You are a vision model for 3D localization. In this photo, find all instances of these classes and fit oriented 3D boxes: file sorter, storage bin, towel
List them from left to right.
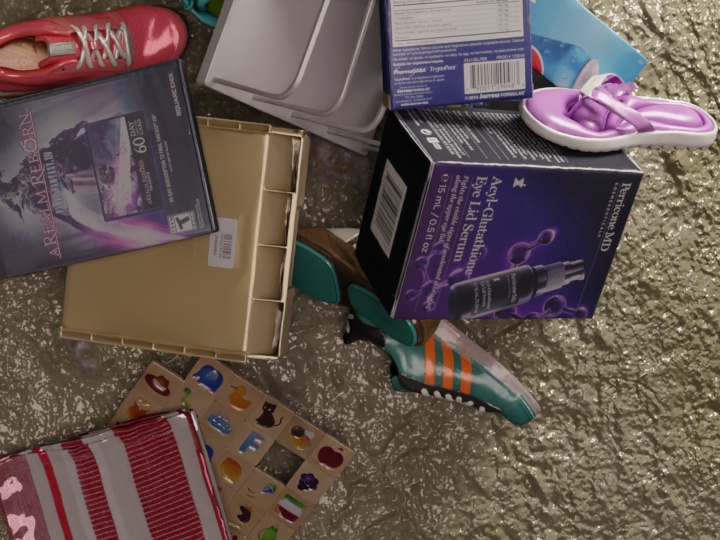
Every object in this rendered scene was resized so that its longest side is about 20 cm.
[{"bbox_3d":[-0.225,0.214,1.223,0.197,0.023,0.146,-15,98,7],"label":"towel"},{"bbox_3d":[-0.148,-0.033,1.176,0.196,0.094,0.203,7,93,7],"label":"storage bin"},{"bbox_3d":[-0.008,-0.183,1.151,0.199,0.124,0.140,19,91,-43],"label":"file sorter"}]

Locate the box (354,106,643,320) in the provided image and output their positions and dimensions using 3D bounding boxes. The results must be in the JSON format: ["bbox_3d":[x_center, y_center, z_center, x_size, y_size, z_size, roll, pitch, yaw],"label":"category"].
[{"bbox_3d":[0.112,-0.047,1.135,0.197,0.105,0.150,0,122,-22],"label":"box"}]

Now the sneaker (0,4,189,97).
[{"bbox_3d":[-0.244,-0.185,1.178,0.197,0.087,0.075,-11,97,-8],"label":"sneaker"}]

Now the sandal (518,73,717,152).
[{"bbox_3d":[0.217,-0.139,1.136,0.200,0.083,0.050,-2,128,-32],"label":"sandal"}]

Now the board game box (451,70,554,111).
[{"bbox_3d":[0.144,-0.098,1.261,0.163,0.057,0.203,8,93,-8],"label":"board game box"}]

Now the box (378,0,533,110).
[{"bbox_3d":[0.073,-0.232,1.067,0.119,0.032,0.203,-6,107,-8],"label":"box"}]

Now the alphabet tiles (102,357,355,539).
[{"bbox_3d":[-0.131,0.171,1.236,0.199,0.008,0.168,34,110,-10],"label":"alphabet tiles"}]

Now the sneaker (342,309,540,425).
[{"bbox_3d":[0.072,0.091,1.261,0.199,0.071,0.080,37,89,-2],"label":"sneaker"}]

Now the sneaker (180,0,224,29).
[{"bbox_3d":[-0.144,-0.260,1.167,0.199,0.080,0.078,31,109,-22],"label":"sneaker"}]

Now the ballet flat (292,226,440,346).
[{"bbox_3d":[0.000,0.000,1.215,0.072,0.199,0.068,-39,138,-31],"label":"ballet flat"}]

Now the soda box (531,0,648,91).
[{"bbox_3d":[0.148,-0.213,1.158,0.199,0.064,0.068,32,103,-28],"label":"soda box"}]

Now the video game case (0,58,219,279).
[{"bbox_3d":[-0.226,-0.082,1.129,0.197,0.019,0.145,-12,91,8],"label":"video game case"}]
